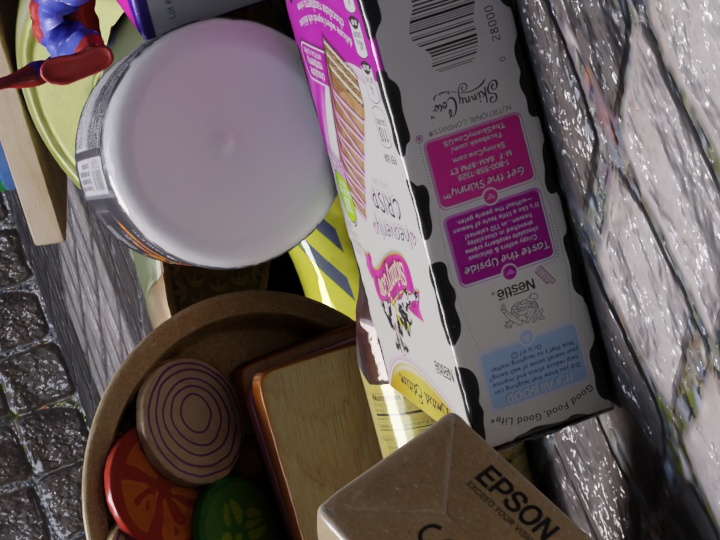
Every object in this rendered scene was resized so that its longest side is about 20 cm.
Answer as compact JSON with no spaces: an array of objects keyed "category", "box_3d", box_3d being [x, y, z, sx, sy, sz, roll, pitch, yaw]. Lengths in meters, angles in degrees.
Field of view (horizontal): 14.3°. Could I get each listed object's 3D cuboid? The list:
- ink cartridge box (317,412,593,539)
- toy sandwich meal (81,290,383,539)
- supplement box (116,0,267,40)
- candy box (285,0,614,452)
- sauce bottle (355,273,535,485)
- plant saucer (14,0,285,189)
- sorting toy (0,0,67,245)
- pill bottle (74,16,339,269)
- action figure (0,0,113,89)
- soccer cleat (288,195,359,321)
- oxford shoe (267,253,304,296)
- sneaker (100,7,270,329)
[{"category":"ink cartridge box","box_3d":[0.075,0.176,1.085,0.200,0.075,0.165,43,156,29]},{"category":"toy sandwich meal","box_3d":[-0.027,0.099,1.299,0.070,0.204,0.207,-13,96,61]},{"category":"supplement box","box_3d":[-0.095,-0.201,1.393,0.200,0.103,0.102,-130,23,-60]},{"category":"candy box","box_3d":[0.029,-0.041,1.138,0.136,0.061,0.201,-149,41,-73]},{"category":"sauce bottle","box_3d":[0.033,0.044,1.259,0.066,0.066,0.202,-166,62,-77]},{"category":"plant saucer","box_3d":[-0.113,-0.093,1.541,0.199,0.031,0.201,21,131,26]},{"category":"sorting toy","box_3d":[-0.227,-0.148,1.674,0.200,0.069,0.201,-96,-5,-48]},{"category":"pill bottle","box_3d":[-0.072,-0.055,1.287,0.200,0.106,0.107,-173,66,-80]},{"category":"action figure","box_3d":[-0.171,-0.120,1.400,0.200,0.098,0.066,-125,26,-83]},{"category":"soccer cleat","box_3d":[0.001,0.000,1.402,0.083,0.065,0.202,10,118,44]},{"category":"oxford shoe","box_3d":[-0.035,0.021,1.507,0.073,0.071,0.201,-112,6,-47]},{"category":"sneaker","box_3d":[-0.094,-0.050,1.443,0.090,0.067,0.202,-17,72,54]}]
